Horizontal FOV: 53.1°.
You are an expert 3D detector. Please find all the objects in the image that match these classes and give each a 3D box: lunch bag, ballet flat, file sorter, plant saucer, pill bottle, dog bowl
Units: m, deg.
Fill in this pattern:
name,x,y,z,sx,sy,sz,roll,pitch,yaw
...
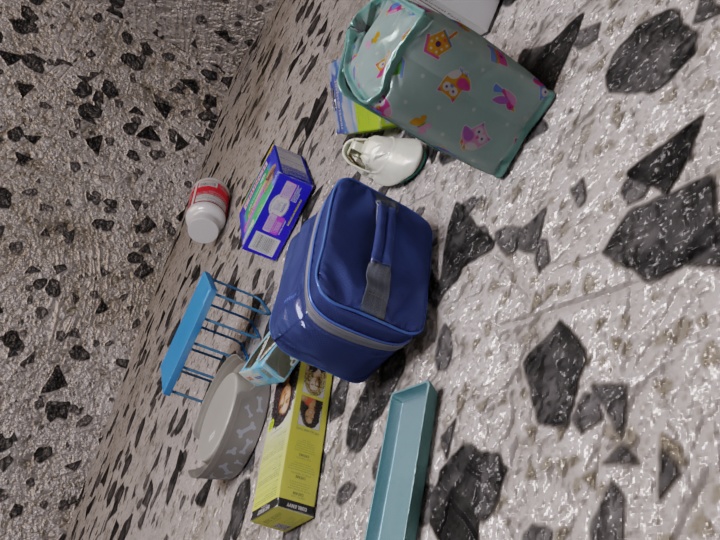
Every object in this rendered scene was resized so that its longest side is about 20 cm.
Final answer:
name,x,y,z,sx,sy,sz,roll,pitch,yaw
lunch bag,0.000,0.000,0.770,0.132,0.136,0.200,-44,28,44
ballet flat,0.021,-0.156,0.986,0.070,0.069,0.200,-66,21,1
file sorter,-0.261,0.126,1.293,0.200,0.123,0.139,-65,21,4
plant saucer,0.034,0.200,0.642,0.070,0.019,0.200,-34,37,55
lunch bag,0.073,-0.198,0.750,0.122,0.170,0.200,-58,26,16
pill bottle,-0.437,-0.169,2.055,0.112,0.112,0.200,-53,24,31
dog bowl,-0.206,0.235,1.133,0.200,0.059,0.200,-51,25,36

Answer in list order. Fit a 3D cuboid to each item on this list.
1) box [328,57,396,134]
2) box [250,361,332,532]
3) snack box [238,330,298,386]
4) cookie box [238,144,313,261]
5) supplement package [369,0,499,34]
name,x,y,z,sx,sy,sz,roll,pitch,yaw
box,0.007,-0.272,1.099,0.200,0.048,0.122,-159,60,-69
box,-0.080,0.203,0.871,0.075,0.050,0.200,-44,30,44
snack box,-0.075,0.060,0.944,0.200,0.037,0.116,-55,12,-24
cookie box,-0.171,-0.138,1.423,0.171,0.075,0.200,-61,20,17
supplement package,0.097,-0.369,0.961,0.114,0.109,0.200,-67,20,-3
